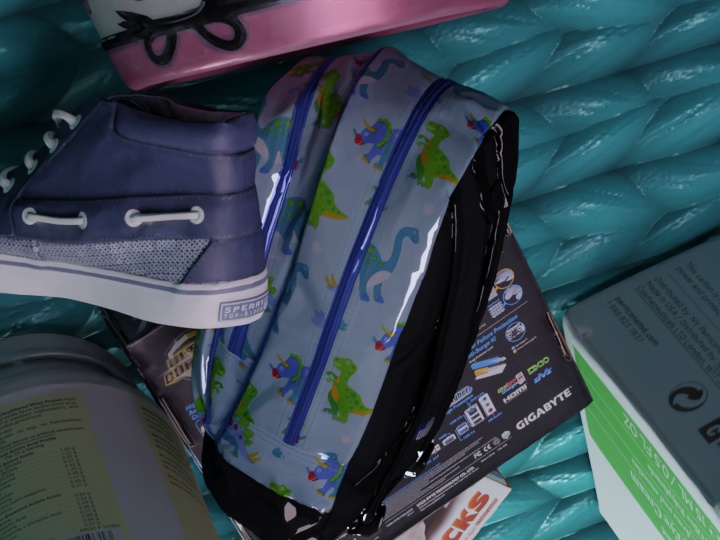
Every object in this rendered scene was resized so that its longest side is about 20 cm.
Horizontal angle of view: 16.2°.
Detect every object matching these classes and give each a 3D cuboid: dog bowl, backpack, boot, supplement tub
[{"bbox_3d":[-0.025,-0.128,1.053,0.199,0.200,0.074,-14,95,-21],"label":"dog bowl"},{"bbox_3d":[0.000,0.000,1.137,0.200,0.154,0.163,-57,172,36],"label":"backpack"},{"bbox_3d":[-0.123,-0.037,1.100,0.073,0.199,0.091,-21,116,-56],"label":"boot"},{"bbox_3d":[-0.136,0.138,1.177,0.144,0.200,0.146,-12,130,-14],"label":"supplement tub"}]

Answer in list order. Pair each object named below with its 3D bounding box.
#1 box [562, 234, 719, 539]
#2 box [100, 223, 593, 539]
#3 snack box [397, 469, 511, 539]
[{"bbox_3d":[0.246,0.095,1.378,0.199,0.199,0.172,-25,132,-10],"label":"box"},{"bbox_3d":[-0.002,0.044,1.287,0.200,0.050,0.199,-34,125,-6],"label":"box"},{"bbox_3d":[-0.002,0.181,1.414,0.072,0.024,0.200,27,106,-39],"label":"snack box"}]
